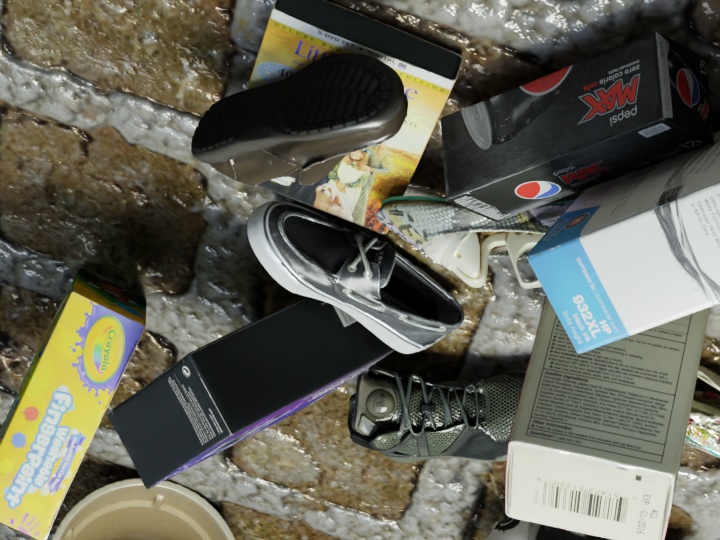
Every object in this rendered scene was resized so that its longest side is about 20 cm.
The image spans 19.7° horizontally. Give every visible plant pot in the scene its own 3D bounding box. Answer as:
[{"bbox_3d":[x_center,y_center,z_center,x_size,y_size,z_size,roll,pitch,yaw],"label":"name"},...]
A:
[{"bbox_3d":[-0.234,0.335,2.123,0.199,0.202,0.184,23,155,-5],"label":"plant pot"}]

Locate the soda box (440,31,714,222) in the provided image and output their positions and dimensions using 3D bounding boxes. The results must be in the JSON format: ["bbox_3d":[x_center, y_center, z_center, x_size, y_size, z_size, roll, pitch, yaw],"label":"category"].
[{"bbox_3d":[0.151,-0.100,1.472,0.199,0.071,0.063,-20,154,39],"label":"soda box"}]

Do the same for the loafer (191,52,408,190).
[{"bbox_3d":[-0.034,-0.104,1.516,0.199,0.073,0.071,-6,143,44],"label":"loafer"}]

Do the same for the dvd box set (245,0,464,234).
[{"bbox_3d":[-0.018,-0.117,1.570,0.145,0.030,0.200,22,144,-3],"label":"dvd box set"}]

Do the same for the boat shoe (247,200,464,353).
[{"bbox_3d":[0.000,0.000,1.675,0.199,0.072,0.068,36,142,-25],"label":"boat shoe"}]

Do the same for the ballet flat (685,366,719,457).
[{"bbox_3d":[0.253,0.102,1.711,0.198,0.076,0.064,18,113,-5],"label":"ballet flat"}]

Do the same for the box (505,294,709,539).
[{"bbox_3d":[0.193,0.094,1.600,0.127,0.201,0.109,11,143,11],"label":"box"}]

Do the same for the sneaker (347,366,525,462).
[{"bbox_3d":[0.069,0.123,1.772,0.198,0.077,0.114,-8,165,37],"label":"sneaker"}]

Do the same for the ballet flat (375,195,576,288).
[{"bbox_3d":[0.108,-0.021,1.575,0.198,0.072,0.072,1,141,8],"label":"ballet flat"}]

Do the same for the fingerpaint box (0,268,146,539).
[{"bbox_3d":[-0.256,0.110,1.770,0.073,0.201,0.167,25,-176,-8],"label":"fingerpaint box"}]

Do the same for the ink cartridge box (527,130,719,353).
[{"bbox_3d":[0.236,-0.035,1.422,0.199,0.145,0.084,-22,101,34],"label":"ink cartridge box"}]

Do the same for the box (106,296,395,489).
[{"bbox_3d":[-0.090,0.092,1.720,0.141,0.199,0.079,-31,86,48],"label":"box"}]

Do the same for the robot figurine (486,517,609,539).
[{"bbox_3d":[0.206,0.289,1.908,0.198,0.125,0.151,7,124,15],"label":"robot figurine"}]
